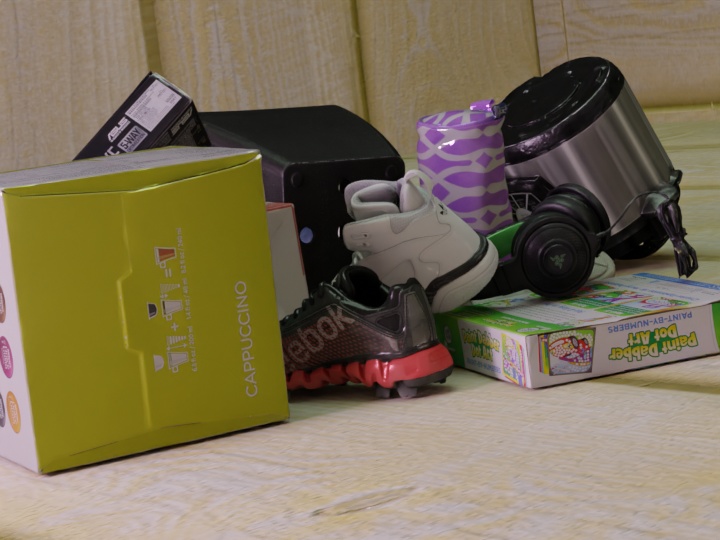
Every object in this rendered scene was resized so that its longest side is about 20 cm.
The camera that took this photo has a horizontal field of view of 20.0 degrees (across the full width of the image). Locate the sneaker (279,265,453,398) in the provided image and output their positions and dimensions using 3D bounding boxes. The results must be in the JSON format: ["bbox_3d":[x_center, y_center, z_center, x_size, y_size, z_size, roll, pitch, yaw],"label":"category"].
[{"bbox_3d":[-0.023,0.046,1.558,0.199,0.099,0.071,-4,9,34],"label":"sneaker"}]

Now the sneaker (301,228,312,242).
[{"bbox_3d":[-0.003,-0.038,2.372,0.145,0.081,0.199,7,10,32],"label":"sneaker"}]

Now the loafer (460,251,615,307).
[{"bbox_3d":[0.120,0.034,1.725,0.198,0.063,0.072,-11,40,-7],"label":"loafer"}]

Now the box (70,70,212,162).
[{"bbox_3d":[-0.199,-0.042,1.680,0.050,0.200,0.158,33,-16,23],"label":"box"}]

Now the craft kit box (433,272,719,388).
[{"bbox_3d":[0.180,0.044,1.589,0.196,0.049,0.200,-7,6,-17],"label":"craft kit box"}]

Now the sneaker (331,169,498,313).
[{"bbox_3d":[0.000,0.000,1.610,0.199,0.115,0.075,-29,27,19],"label":"sneaker"}]

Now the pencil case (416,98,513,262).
[{"bbox_3d":[0.097,-0.049,1.804,0.083,0.202,0.085,3,16,27],"label":"pencil case"}]

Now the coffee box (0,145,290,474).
[{"bbox_3d":[-0.186,0.021,1.501,0.198,0.202,0.197,-10,8,-26],"label":"coffee box"}]

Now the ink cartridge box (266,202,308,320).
[{"bbox_3d":[-0.117,-0.001,1.835,0.067,0.118,0.200,-12,8,-24],"label":"ink cartridge box"}]

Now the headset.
[{"bbox_3d":[0.169,-0.012,1.654,0.199,0.095,0.124,-18,14,25],"label":"headset"}]

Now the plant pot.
[{"bbox_3d":[-0.057,-0.050,1.969,0.198,0.202,0.177,-6,10,-31],"label":"plant pot"}]

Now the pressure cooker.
[{"bbox_3d":[0.232,-0.094,2.086,0.178,0.201,0.176,-27,23,14],"label":"pressure cooker"}]
